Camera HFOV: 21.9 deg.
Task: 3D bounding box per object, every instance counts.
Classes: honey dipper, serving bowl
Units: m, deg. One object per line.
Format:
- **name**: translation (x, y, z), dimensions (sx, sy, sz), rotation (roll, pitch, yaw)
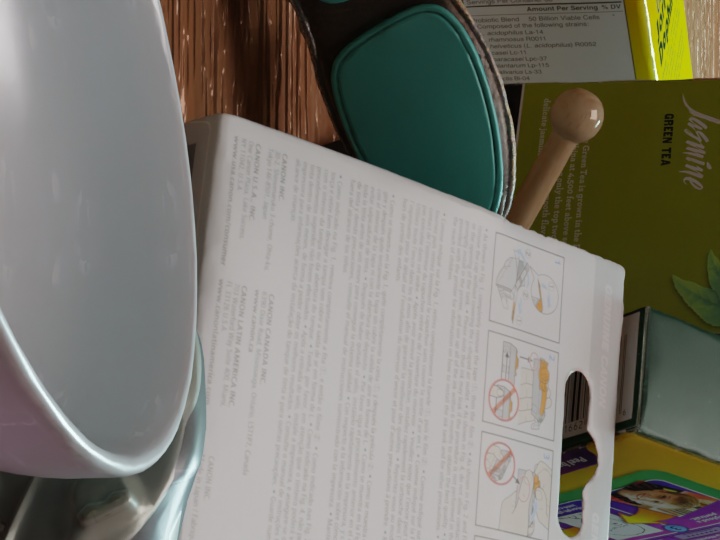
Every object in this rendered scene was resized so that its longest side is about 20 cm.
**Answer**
- **honey dipper**: translation (0.048, 0.012, 0.790), dimensions (0.201, 0.038, 0.038), rotation (-61, 169, 16)
- **serving bowl**: translation (-0.095, -0.048, 0.416), dimensions (0.200, 0.065, 0.201), rotation (-11, 90, -82)

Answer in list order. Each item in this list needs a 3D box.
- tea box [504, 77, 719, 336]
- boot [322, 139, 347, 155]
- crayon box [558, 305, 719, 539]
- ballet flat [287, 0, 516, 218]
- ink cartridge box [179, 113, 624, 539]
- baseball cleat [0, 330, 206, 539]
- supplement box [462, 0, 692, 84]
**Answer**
- **tea box**: translation (0.118, 0.014, 0.910), dimensions (0.200, 0.196, 0.134), rotation (60, 35, -59)
- **boot**: translation (0.000, 0.000, 0.768), dimensions (0.200, 0.073, 0.076), rotation (-45, 146, -55)
- **crayon box**: translation (0.125, 0.089, 0.827), dimensions (0.172, 0.200, 0.059), rotation (20, 65, -27)
- **ballet flat**: translation (0.006, -0.104, 0.707), dimensions (0.067, 0.068, 0.201), rotation (-81, 147, -67)
- **ink cartridge box**: translation (0.008, 0.050, 0.655), dimensions (0.199, 0.050, 0.163), rotation (20, 69, -40)
- **baseball cleat**: translation (-0.087, 0.105, 0.502), dimensions (0.107, 0.069, 0.201), rotation (74, 32, -58)
- **supplement box**: translation (0.125, -0.134, 1.069), dimensions (0.200, 0.108, 0.110), rotation (73, 25, -44)
